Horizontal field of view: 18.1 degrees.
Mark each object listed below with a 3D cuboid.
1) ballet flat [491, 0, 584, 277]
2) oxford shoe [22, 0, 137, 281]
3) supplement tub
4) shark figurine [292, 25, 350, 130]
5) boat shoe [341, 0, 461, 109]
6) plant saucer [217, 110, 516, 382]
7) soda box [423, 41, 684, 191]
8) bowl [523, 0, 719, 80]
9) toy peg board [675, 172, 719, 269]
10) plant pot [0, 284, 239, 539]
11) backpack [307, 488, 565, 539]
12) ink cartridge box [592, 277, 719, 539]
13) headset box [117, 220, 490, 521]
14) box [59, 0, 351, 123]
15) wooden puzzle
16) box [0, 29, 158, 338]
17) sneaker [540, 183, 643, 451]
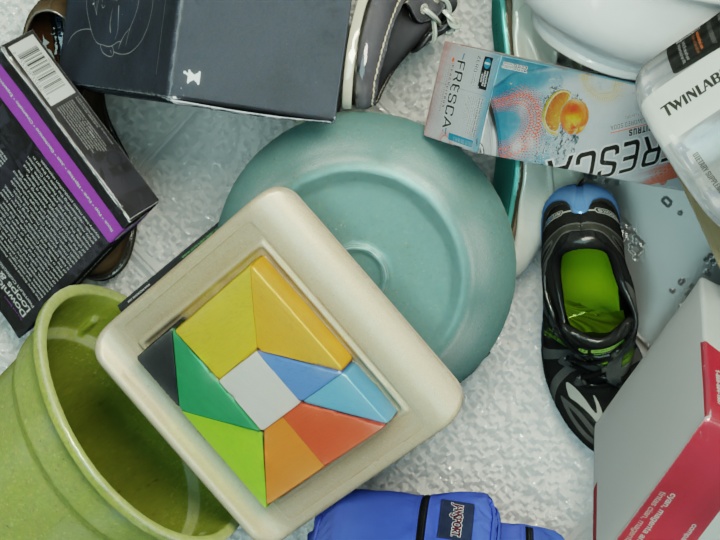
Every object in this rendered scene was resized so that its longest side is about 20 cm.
[{"bbox_3d":[0.122,-0.093,1.518,0.069,0.069,0.202,1,95,10],"label":"ballet flat"},{"bbox_3d":[-0.204,-0.089,1.566,0.072,0.084,0.202,-11,95,10],"label":"oxford shoe"},{"bbox_3d":[0.272,-0.120,1.330,0.199,0.122,0.123,-34,89,19],"label":"supplement tub"},{"bbox_3d":[-0.014,-0.184,1.537,0.089,0.128,0.216,8,80,-15],"label":"shark figurine"},{"bbox_3d":[0.040,-0.183,1.474,0.062,0.073,0.201,18,58,8],"label":"boat shoe"},{"bbox_3d":[0.000,0.000,1.453,0.198,0.036,0.202,2,104,7],"label":"plant saucer"},{"bbox_3d":[0.142,-0.096,1.450,0.199,0.068,0.064,8,99,-33],"label":"soda box"},{"bbox_3d":[0.168,-0.184,1.444,0.200,0.201,0.091,26,120,7],"label":"bowl"},{"bbox_3d":[0.327,-0.030,1.393,0.198,0.098,0.201,-33,54,19],"label":"toy peg board"},{"bbox_3d":[-0.210,0.142,1.551,0.184,0.200,0.201,-34,89,24],"label":"plant pot"},{"bbox_3d":[0.055,0.236,1.495,0.198,0.163,0.169,4,124,4],"label":"backpack"},{"bbox_3d":[0.266,0.133,1.425,0.199,0.146,0.145,24,124,-10],"label":"ink cartridge box"},{"bbox_3d":[-0.032,0.045,1.542,0.174,0.093,0.200,-39,88,12],"label":"headset box"},{"bbox_3d":[-0.096,-0.205,1.456,0.123,0.196,0.202,6,94,-27],"label":"box"},{"bbox_3d":[-0.058,0.068,1.445,0.185,0.037,0.200,49,125,-4],"label":"wooden puzzle"},{"bbox_3d":[-0.229,-0.054,1.542,0.143,0.036,0.200,53,140,2],"label":"box"},{"bbox_3d":[0.150,0.042,1.497,0.070,0.083,0.201,-5,120,9],"label":"sneaker"}]
